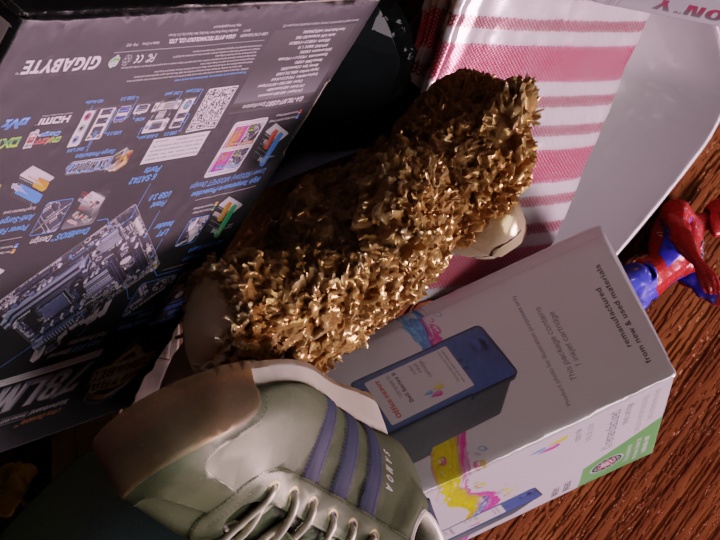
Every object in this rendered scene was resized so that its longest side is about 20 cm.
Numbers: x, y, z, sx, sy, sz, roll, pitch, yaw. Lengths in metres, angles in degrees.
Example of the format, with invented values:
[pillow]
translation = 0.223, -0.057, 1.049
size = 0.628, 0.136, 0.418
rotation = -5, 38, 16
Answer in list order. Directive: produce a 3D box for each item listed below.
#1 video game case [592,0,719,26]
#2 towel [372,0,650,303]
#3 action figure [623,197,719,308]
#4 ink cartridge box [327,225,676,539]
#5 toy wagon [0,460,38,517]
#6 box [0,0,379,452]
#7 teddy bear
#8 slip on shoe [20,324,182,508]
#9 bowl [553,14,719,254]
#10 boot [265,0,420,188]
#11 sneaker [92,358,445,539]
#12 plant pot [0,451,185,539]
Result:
[video game case]
translation = 0.180, -0.189, 0.943
size = 0.182, 0.200, 0.023
rotation = 9, 147, -16
[towel]
translation = 0.062, -0.075, 0.951
size = 0.146, 0.030, 0.200
rotation = -4, 123, -48
[action figure]
translation = 0.180, 0.026, 1.250
size = 0.200, 0.099, 0.065
rotation = -42, 144, -27
[ink cartridge box]
translation = 0.042, 0.077, 1.016
size = 0.200, 0.088, 0.145
rotation = -23, 160, -6
[toy wagon]
translation = -0.200, 0.149, 0.855
size = 0.155, 0.040, 0.200
rotation = -53, -175, 49
[box]
translation = -0.104, -0.020, 0.692
size = 0.200, 0.050, 0.199
rotation = -16, 145, -58
[teddy bear]
translation = 0.000, 0.000, 0.803
size = 0.200, 0.067, 0.145
rotation = -34, 161, -46
[slip on shoe]
translation = -0.126, 0.103, 0.954
size = 0.060, 0.076, 0.200
rotation = 7, 127, -11
[bowl]
translation = 0.093, -0.083, 1.068
size = 0.200, 0.075, 0.200
rotation = -50, 145, -14
[boot]
translation = -0.070, -0.083, 0.809
size = 0.168, 0.076, 0.200
rotation = -29, 150, 2
[sneaker]
translation = -0.017, 0.088, 0.753
size = 0.067, 0.090, 0.200
rotation = -35, 163, 13
[plant pot]
translation = -0.080, 0.148, 0.856
size = 0.200, 0.200, 0.135
rotation = 34, 57, -56
